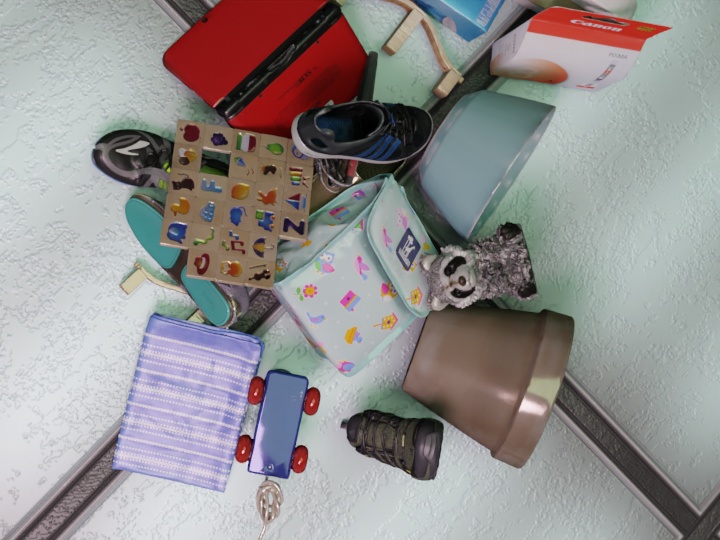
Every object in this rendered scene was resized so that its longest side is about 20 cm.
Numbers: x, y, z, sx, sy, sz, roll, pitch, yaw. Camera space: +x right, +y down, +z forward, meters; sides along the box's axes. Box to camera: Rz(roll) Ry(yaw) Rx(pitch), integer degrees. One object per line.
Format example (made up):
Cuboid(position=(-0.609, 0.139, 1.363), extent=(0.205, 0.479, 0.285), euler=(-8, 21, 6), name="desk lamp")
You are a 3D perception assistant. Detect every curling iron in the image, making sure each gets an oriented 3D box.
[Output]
Cuboid(position=(-0.008, -0.187, 1.420), extent=(0.050, 0.026, 0.200), euler=(27, 67, -20), name="curling iron")

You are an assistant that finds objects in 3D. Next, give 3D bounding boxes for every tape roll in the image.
Cuboid(position=(0.248, -0.353, 1.454), extent=(0.203, 0.203, 0.037), euler=(23, 93, -13), name="tape roll")

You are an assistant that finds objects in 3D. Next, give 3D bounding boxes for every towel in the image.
Cuboid(position=(-0.207, 0.160, 1.396), extent=(0.145, 0.024, 0.200), euler=(14, 95, -8), name="towel")

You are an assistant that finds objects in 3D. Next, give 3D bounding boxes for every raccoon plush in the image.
Cuboid(position=(0.149, 0.010, 1.447), extent=(0.134, 0.200, 0.097), euler=(-14, 77, 9), name="raccoon plush")

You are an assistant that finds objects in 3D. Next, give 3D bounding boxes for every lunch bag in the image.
Cuboid(position=(0.000, 0.000, 1.408), extent=(0.200, 0.122, 0.170), euler=(-38, 119, -9), name="lunch bag")

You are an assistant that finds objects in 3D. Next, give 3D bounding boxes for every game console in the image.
Cuboid(position=(-0.112, -0.255, 1.452), extent=(0.200, 0.119, 0.172), euler=(-45, 131, -11), name="game console")

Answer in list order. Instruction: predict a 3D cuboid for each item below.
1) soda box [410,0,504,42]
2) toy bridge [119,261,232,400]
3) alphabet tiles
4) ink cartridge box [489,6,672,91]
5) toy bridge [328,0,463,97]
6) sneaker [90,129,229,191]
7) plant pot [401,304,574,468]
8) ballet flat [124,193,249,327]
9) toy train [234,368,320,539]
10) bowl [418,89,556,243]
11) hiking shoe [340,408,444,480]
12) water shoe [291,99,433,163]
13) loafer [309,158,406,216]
Cuboid(position=(0.085, -0.378, 1.480), extent=(0.200, 0.068, 0.064), euler=(33, 82, -12), name="soda box")
Cuboid(position=(-0.207, 0.064, 1.416), extent=(0.067, 0.027, 0.200), euler=(-43, 99, -12), name="toy bridge")
Cuboid(position=(-0.141, -0.076, 1.343), extent=(0.167, 0.008, 0.200), euler=(9, 64, -11), name="alphabet tiles")
Cuboid(position=(0.274, -0.275, 1.460), extent=(0.162, 0.200, 0.050), euler=(7, 88, -14), name="ink cartridge box")
Cuboid(position=(0.056, -0.307, 1.484), extent=(0.200, 0.027, 0.067), euler=(38, 80, -13), name="toy bridge")
Cuboid(position=(-0.221, -0.123, 1.387), extent=(0.199, 0.083, 0.071), euler=(17, 84, -14), name="sneaker")
Cuboid(position=(0.150, 0.124, 1.443), extent=(0.173, 0.200, 0.200), euler=(19, 84, 3), name="plant pot")
Cuboid(position=(-0.204, -0.016, 1.398), extent=(0.072, 0.072, 0.200), euler=(-39, 80, -12), name="ballet flat")
Cuboid(position=(-0.109, 0.217, 1.400), extent=(0.085, 0.116, 0.200), euler=(12, 91, -6), name="toy train")
Cuboid(position=(0.147, -0.146, 1.446), extent=(0.105, 0.201, 0.201), euler=(35, 80, 8), name="bowl")
Cuboid(position=(0.034, 0.207, 1.389), extent=(0.101, 0.200, 0.076), euler=(10, 81, -13), name="hiking shoe")
Cuboid(position=(0.018, -0.165, 1.368), extent=(0.200, 0.079, 0.072), euler=(-10, 88, -33), name="water shoe")
Cuboid(position=(-0.019, -0.111, 1.448), extent=(0.200, 0.067, 0.076), euler=(-43, 99, -12), name="loafer")
